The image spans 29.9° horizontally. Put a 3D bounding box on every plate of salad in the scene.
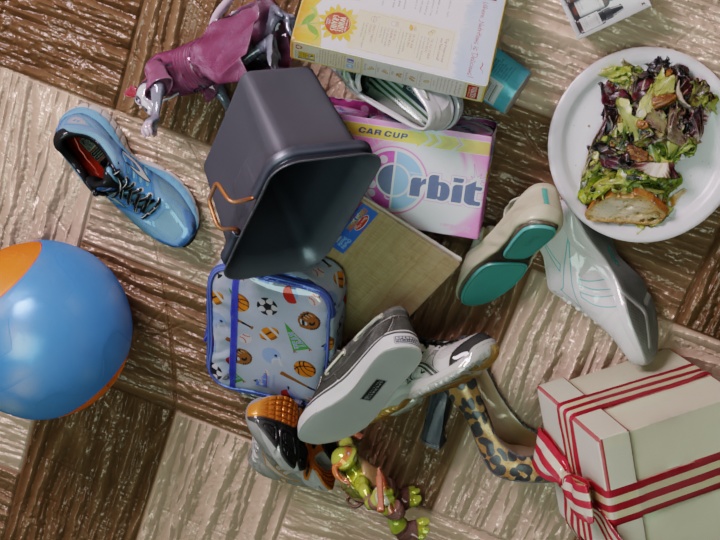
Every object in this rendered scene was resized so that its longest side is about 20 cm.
[{"bbox_3d":[0.292,-0.127,1.375,0.199,0.048,0.201,0,99,2],"label":"plate of salad"}]

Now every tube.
[{"bbox_3d":[0.082,-0.238,1.394,0.200,0.050,0.078,35,106,5],"label":"tube"}]

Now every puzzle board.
[{"bbox_3d":[0.000,0.000,1.470,0.150,0.017,0.200,33,137,-8],"label":"puzzle board"}]

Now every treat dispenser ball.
[{"bbox_3d":[-0.356,0.066,1.507,0.200,0.201,0.202,4,111,9],"label":"treat dispenser ball"}]

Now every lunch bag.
[{"bbox_3d":[-0.100,0.063,1.503,0.160,0.076,0.201,13,130,6],"label":"lunch bag"}]

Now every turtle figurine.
[{"bbox_3d":[0.014,0.248,1.530,0.064,0.200,0.161,-42,124,2],"label":"turtle figurine"}]

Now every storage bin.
[{"bbox_3d":[-0.092,-0.102,1.357,0.135,0.145,0.200,64,146,26],"label":"storage bin"}]

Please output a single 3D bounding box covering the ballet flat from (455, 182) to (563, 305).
[{"bbox_3d":[0.157,-0.030,1.434,0.069,0.070,0.200,36,145,-4],"label":"ballet flat"}]

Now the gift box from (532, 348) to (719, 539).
[{"bbox_3d":[0.295,0.216,1.422,0.186,0.185,0.201,-15,103,-11],"label":"gift box"}]

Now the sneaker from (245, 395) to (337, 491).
[{"bbox_3d":[-0.099,0.204,1.538,0.092,0.076,0.200,-5,148,21],"label":"sneaker"}]

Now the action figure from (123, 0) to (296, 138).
[{"bbox_3d":[-0.171,-0.219,1.404,0.199,0.134,0.150,-13,91,26],"label":"action figure"}]

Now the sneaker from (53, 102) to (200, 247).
[{"bbox_3d":[-0.266,-0.092,1.490,0.200,0.090,0.078,42,112,-7],"label":"sneaker"}]

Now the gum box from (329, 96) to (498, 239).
[{"bbox_3d":[0.038,-0.112,1.437,0.199,0.066,0.114,9,113,7],"label":"gum box"}]

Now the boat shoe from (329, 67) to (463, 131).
[{"bbox_3d":[0.015,-0.209,1.372,0.200,0.067,0.074,33,119,21],"label":"boat shoe"}]

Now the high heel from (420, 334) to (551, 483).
[{"bbox_3d":[0.171,0.158,1.512,0.199,0.071,0.143,16,114,10],"label":"high heel"}]

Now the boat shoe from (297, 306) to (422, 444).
[{"bbox_3d":[-0.003,0.116,1.457,0.070,0.064,0.200,19,130,-33],"label":"boat shoe"}]

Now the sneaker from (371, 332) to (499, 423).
[{"bbox_3d":[0.061,0.098,1.473,0.200,0.075,0.088,-29,74,37],"label":"sneaker"}]

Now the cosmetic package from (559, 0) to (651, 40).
[{"bbox_3d":[0.211,-0.337,1.327,0.082,0.051,0.201,-24,104,17],"label":"cosmetic package"}]

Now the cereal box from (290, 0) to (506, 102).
[{"bbox_3d":[0.042,-0.257,1.344,0.199,0.144,0.040,14,156,1],"label":"cereal box"}]

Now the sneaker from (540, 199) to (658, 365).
[{"bbox_3d":[0.252,0.016,1.447,0.080,0.070,0.201,-30,90,36],"label":"sneaker"}]
